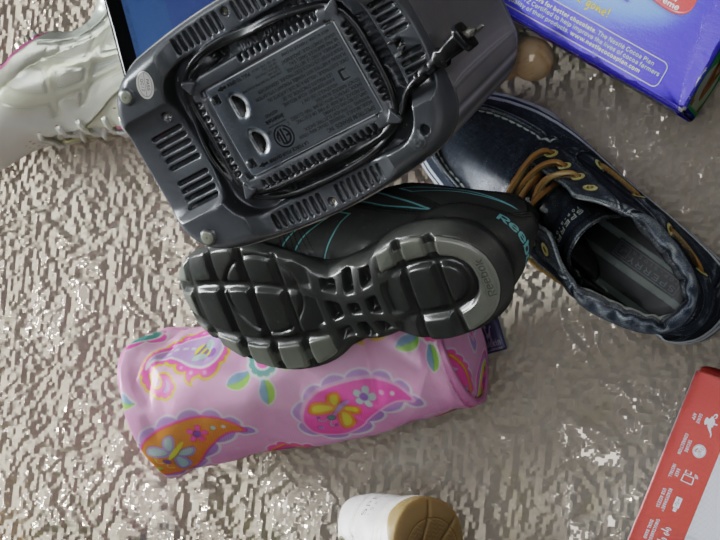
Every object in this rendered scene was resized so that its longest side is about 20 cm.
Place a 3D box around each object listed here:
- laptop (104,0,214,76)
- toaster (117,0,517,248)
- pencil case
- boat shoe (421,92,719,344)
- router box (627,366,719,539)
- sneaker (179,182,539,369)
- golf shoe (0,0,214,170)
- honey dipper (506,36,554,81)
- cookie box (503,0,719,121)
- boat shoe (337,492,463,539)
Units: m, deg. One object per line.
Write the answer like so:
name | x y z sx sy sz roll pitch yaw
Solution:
laptop | -0.037 -0.194 1.006 0.200 0.103 0.178 -19 80 18
toaster | -0.010 -0.099 0.897 0.200 0.129 0.114 -26 100 32
pencil case | -0.028 0.052 0.996 0.200 0.087 0.088 -15 81 19
boat shoe | 0.101 -0.035 0.948 0.200 0.091 0.071 36 99 20
router box | 0.214 0.172 0.910 0.179 0.049 0.200 22 94 21
sneaker | 0.000 0.000 0.930 0.200 0.079 0.076 -4 118 33
golf shoe | -0.147 -0.103 1.061 0.200 0.075 0.092 -35 78 17
honey dipper | 0.015 -0.086 0.986 0.200 0.038 0.038 -16 80 36
cookie box | 0.144 -0.204 0.939 0.171 0.075 0.200 31 98 10
boat shoe | 0.019 0.215 0.980 0.069 0.071 0.201 3 95 48
